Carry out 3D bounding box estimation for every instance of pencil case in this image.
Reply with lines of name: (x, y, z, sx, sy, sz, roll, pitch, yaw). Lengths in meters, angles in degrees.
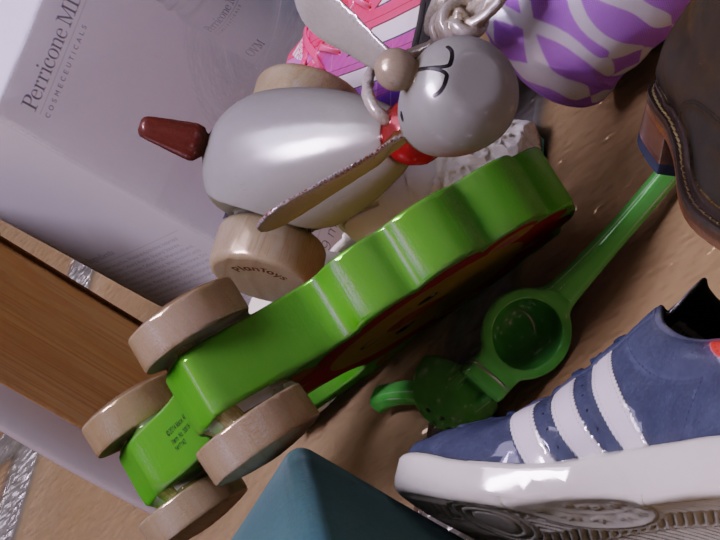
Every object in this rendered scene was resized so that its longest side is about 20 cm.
pencil case: (0.128, -0.149, 0.826, 0.200, 0.085, 0.084, -43, 68, 35)

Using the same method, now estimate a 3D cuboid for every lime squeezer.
lime squeezer: (0.061, 0.028, 0.833, 0.200, 0.038, 0.071, -42, -2, 38)

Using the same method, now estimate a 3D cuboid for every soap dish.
soap dish: (-0.162, 0.039, 1.049, 0.082, 0.199, 0.157, -58, 23, -3)

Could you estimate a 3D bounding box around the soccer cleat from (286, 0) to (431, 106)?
soccer cleat: (0.003, -0.103, 0.937, 0.201, 0.073, 0.069, 104, -177, -46)

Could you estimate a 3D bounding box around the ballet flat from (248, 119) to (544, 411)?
ballet flat: (0.000, 0.000, 0.933, 0.200, 0.071, 0.072, -48, 27, 27)

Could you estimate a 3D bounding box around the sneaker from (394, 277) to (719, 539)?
sneaker: (0.092, 0.050, 0.688, 0.199, 0.075, 0.085, -9, 56, 49)

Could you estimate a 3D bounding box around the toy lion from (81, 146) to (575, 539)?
toy lion: (-0.006, 0.023, 0.833, 0.191, 0.069, 0.200, -30, -9, -24)

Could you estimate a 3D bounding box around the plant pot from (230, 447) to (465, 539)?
plant pot: (0.000, 0.148, 0.687, 0.142, 0.141, 0.200, -56, 15, 11)

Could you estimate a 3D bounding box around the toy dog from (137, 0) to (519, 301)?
toy dog: (-0.023, -0.062, 0.837, 0.200, 0.096, 0.133, -47, 33, 44)

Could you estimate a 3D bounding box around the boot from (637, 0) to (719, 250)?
boot: (0.142, -0.060, 0.665, 0.200, 0.074, 0.098, -123, 38, -65)

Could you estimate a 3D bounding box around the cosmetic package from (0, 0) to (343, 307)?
cosmetic package: (-0.096, -0.104, 1.071, 0.123, 0.199, 0.201, -21, 46, 56)
